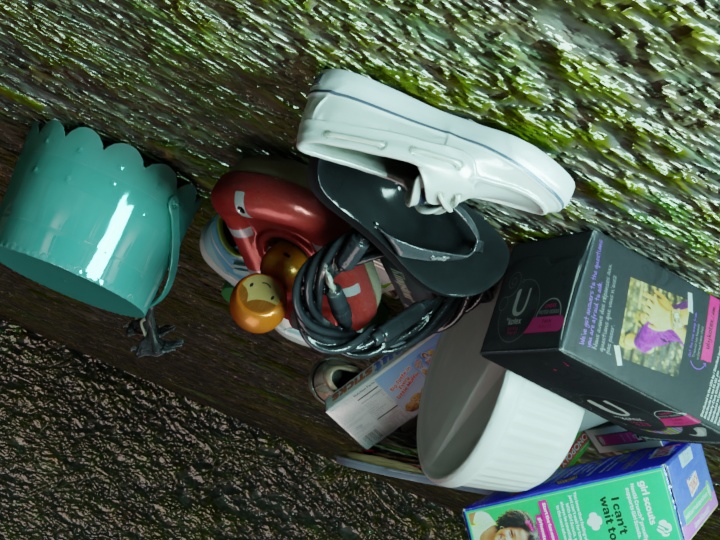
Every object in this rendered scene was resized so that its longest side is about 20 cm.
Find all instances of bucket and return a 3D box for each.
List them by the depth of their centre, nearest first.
[{"bbox_3d":[-0.274,-0.047,1.269,0.205,0.136,0.207,21,167,5],"label":"bucket"}]

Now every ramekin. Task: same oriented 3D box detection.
[{"bbox_3d":[0.135,0.112,1.156,0.093,0.205,0.202,20,167,-15],"label":"ramekin"}]

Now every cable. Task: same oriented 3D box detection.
[{"bbox_3d":[0.038,0.019,1.080,0.198,0.164,0.051,15,-149,-42],"label":"cable"}]

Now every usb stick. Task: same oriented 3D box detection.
[{"bbox_3d":[0.047,-0.001,1.168,0.055,0.033,0.200,15,159,21],"label":"usb stick"}]

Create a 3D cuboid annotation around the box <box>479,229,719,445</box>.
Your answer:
[{"bbox_3d":[0.219,0.060,1.032,0.198,0.107,0.122,27,163,-22],"label":"box"}]

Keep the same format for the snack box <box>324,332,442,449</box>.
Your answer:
[{"bbox_3d":[0.059,0.109,1.301,0.072,0.199,0.024,44,-161,-25],"label":"snack box"}]

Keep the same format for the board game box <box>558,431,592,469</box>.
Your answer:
[{"bbox_3d":[0.190,0.171,1.399,0.029,0.135,0.199,50,160,-21],"label":"board game box"}]

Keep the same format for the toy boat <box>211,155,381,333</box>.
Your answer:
[{"bbox_3d":[-0.071,-0.001,1.102,0.129,0.131,0.201,10,140,32],"label":"toy boat"}]

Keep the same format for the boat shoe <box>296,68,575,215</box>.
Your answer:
[{"bbox_3d":[0.050,-0.072,0.866,0.198,0.066,0.074,21,166,0],"label":"boat shoe"}]

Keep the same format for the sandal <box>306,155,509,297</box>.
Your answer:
[{"bbox_3d":[0.044,-0.037,0.981,0.199,0.077,0.043,29,165,-29],"label":"sandal"}]

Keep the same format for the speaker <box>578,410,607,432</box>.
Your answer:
[{"bbox_3d":[0.176,0.140,1.273,0.199,0.082,0.081,-27,139,31],"label":"speaker"}]

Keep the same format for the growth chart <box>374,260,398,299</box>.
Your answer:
[{"bbox_3d":[0.000,0.000,1.302,0.143,0.018,0.199,26,165,-20],"label":"growth chart"}]

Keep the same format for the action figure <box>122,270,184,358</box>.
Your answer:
[{"bbox_3d":[-0.273,-0.002,1.511,0.119,0.101,0.202,-124,15,-67],"label":"action figure"}]

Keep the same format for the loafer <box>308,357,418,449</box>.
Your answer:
[{"bbox_3d":[0.039,0.150,1.365,0.198,0.073,0.063,22,169,-13],"label":"loafer"}]

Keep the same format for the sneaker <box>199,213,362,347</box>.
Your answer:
[{"bbox_3d":[-0.075,0.005,1.248,0.199,0.080,0.131,34,164,-2],"label":"sneaker"}]

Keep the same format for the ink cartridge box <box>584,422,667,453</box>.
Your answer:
[{"bbox_3d":[0.299,0.136,1.227,0.037,0.094,0.200,54,164,4],"label":"ink cartridge box"}]

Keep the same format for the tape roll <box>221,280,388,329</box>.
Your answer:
[{"bbox_3d":[-0.066,0.041,1.482,0.198,0.049,0.201,20,166,5],"label":"tape roll"}]

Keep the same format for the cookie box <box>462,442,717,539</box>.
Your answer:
[{"bbox_3d":[0.221,0.225,1.174,0.198,0.076,0.171,-19,173,25],"label":"cookie box"}]

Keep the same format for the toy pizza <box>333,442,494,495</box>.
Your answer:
[{"bbox_3d":[0.068,0.219,1.392,0.197,0.032,0.200,11,173,1],"label":"toy pizza"}]
